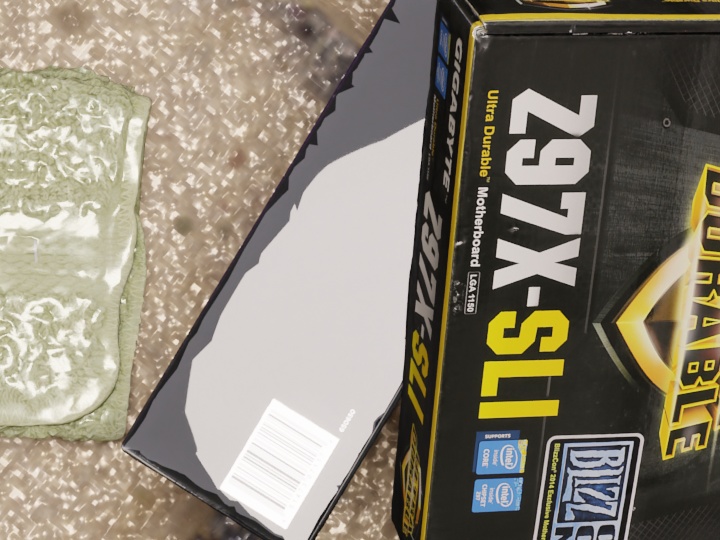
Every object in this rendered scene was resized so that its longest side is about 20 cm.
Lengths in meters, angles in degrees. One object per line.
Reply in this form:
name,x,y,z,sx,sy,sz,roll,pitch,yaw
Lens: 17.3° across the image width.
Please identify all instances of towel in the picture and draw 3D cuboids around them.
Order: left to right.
towel,-0.181,-0.010,0.910,0.198,0.036,0.150,2,83,-1

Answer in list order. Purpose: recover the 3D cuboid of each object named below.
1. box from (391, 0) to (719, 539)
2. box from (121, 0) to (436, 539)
box,0.097,0.005,0.764,0.158,0.049,0.201,-1,116,-12
box,0.000,0.000,0.860,0.079,0.141,0.201,31,84,5
